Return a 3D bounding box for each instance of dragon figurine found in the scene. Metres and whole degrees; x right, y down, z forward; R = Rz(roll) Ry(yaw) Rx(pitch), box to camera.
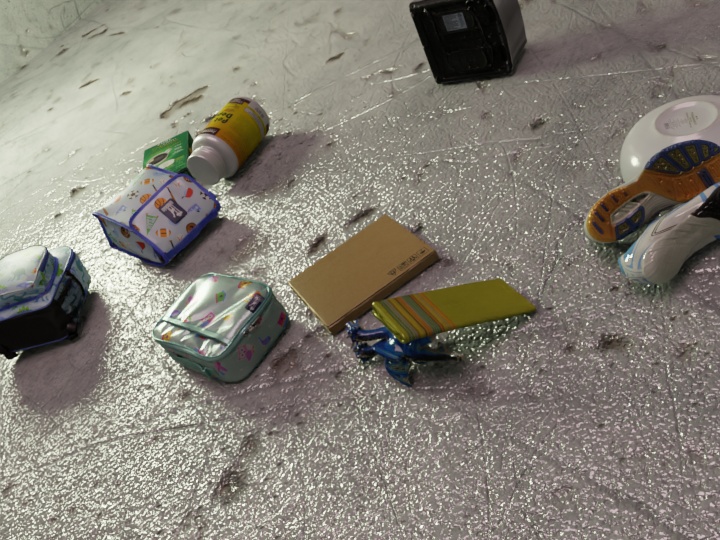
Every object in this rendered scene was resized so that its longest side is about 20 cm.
[{"bbox_3d":[0.055,0.106,1.030,0.099,0.059,0.200,-37,35,-12],"label":"dragon figurine"}]

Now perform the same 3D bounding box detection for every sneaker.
[{"bbox_3d":[0.401,-0.054,0.986,0.199,0.072,0.072,-34,22,-15],"label":"sneaker"},{"bbox_3d":[0.378,-0.103,1.043,0.199,0.076,0.088,-29,-7,4],"label":"sneaker"}]

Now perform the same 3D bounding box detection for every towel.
[{"bbox_3d":[0.120,0.051,1.019,0.199,0.018,0.086,-10,33,-24],"label":"towel"}]

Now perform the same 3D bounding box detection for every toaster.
[{"bbox_3d":[0.217,-0.473,1.544,0.199,0.181,0.119,1,43,37],"label":"toaster"}]

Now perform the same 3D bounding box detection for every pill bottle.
[{"bbox_3d":[-0.284,-0.274,1.704,0.109,0.110,0.200,0,44,35],"label":"pill bottle"}]

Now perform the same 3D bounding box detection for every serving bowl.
[{"bbox_3d":[0.459,-0.186,1.114,0.199,0.066,0.201,-20,35,15],"label":"serving bowl"}]

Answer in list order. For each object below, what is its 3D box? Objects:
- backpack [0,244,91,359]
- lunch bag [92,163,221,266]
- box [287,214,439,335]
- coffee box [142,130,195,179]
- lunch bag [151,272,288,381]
[{"bbox_3d":[-0.612,0.038,1.506,0.182,0.147,0.201,-17,33,13],"label":"backpack"},{"bbox_3d":[-0.393,-0.107,1.564,0.199,0.124,0.170,23,58,32],"label":"lunch bag"},{"bbox_3d":[0.000,0.000,1.235,0.200,0.021,0.163,-36,35,-9],"label":"box"},{"bbox_3d":[-0.437,-0.241,1.825,0.122,0.044,0.200,-25,35,4],"label":"coffee box"},{"bbox_3d":[-0.218,0.086,1.230,0.199,0.077,0.161,10,50,42],"label":"lunch bag"}]
